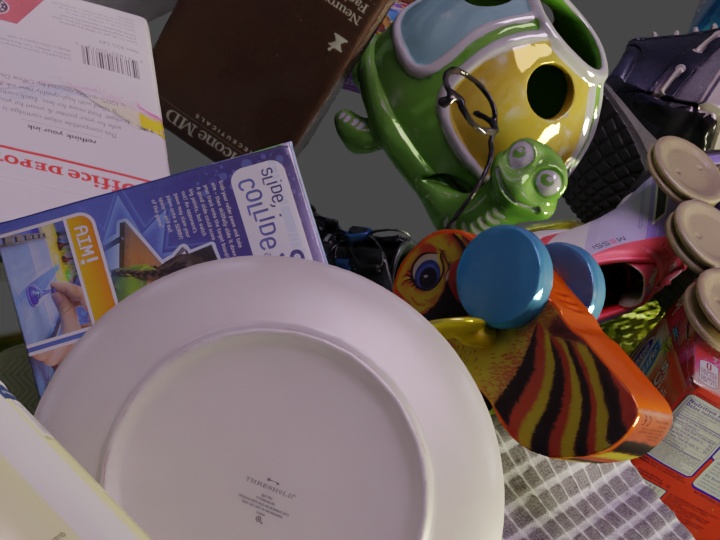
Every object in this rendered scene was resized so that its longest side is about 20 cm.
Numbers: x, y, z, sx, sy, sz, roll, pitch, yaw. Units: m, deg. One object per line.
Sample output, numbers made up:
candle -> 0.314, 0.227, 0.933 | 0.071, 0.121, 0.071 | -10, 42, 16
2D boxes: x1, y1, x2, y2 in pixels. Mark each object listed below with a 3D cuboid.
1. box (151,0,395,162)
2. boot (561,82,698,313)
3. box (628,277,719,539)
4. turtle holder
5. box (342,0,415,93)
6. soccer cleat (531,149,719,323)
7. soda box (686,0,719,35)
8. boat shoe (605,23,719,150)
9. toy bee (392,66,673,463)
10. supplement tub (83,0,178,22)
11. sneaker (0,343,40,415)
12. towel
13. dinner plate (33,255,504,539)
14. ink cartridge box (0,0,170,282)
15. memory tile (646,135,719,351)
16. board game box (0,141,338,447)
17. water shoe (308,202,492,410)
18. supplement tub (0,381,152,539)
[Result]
box -> -0.040, -0.149, 0.943 | 0.100, 0.200, 0.075 | 34, 40, 0
boot -> 0.211, -0.047, 1.141 | 0.131, 0.070, 0.201 | -16, 71, -49
box -> 0.242, 0.106, 0.964 | 0.199, 0.100, 0.096 | 27, 38, -9
turtle holder -> 0.068, -0.097, 0.988 | 0.141, 0.132, 0.186 | 52, 24, -2
box -> -0.009, -0.196, 1.147 | 0.136, 0.039, 0.201 | 12, 43, -27
soccer cleat -> 0.165, -0.011, 1.002 | 0.199, 0.069, 0.073 | -23, 30, -22
soda box -> 0.322, -0.229, 1.409 | 0.068, 0.064, 0.200 | 33, 37, -2
boat shoe -> 0.245, -0.156, 1.245 | 0.092, 0.075, 0.200 | 25, 42, 17
toy bee -> 0.062, 0.021, 0.821 | 0.131, 0.109, 0.201 | 30, 31, -34
supplement tub -> -0.169, -0.253, 1.001 | 0.145, 0.146, 0.200 | -4, 52, -39
sneaker -> -0.075, 0.060, 0.811 | 0.199, 0.074, 0.116 | 3, 6, -3
towel -> 0.086, 0.148, 0.814 | 0.166, 0.086, 0.200 | 49, 40, 16
dinner plate -> -0.039, 0.090, 0.694 | 0.199, 0.024, 0.201 | 1, 79, -3
ink cartridge box -> -0.161, -0.055, 0.860 | 0.116, 0.068, 0.201 | 13, 41, -26
memory tile -> 0.254, 0.001, 0.982 | 0.199, 0.017, 0.154 | 14, 45, -28
board game box -> -0.064, 0.059, 0.729 | 0.135, 0.034, 0.201 | -15, 79, -7
water shoe -> 0.000, 0.000, 0.912 | 0.200, 0.079, 0.071 | 41, 37, 7
supplement tub -> -0.126, 0.147, 0.608 | 0.200, 0.145, 0.145 | 44, 38, 12
